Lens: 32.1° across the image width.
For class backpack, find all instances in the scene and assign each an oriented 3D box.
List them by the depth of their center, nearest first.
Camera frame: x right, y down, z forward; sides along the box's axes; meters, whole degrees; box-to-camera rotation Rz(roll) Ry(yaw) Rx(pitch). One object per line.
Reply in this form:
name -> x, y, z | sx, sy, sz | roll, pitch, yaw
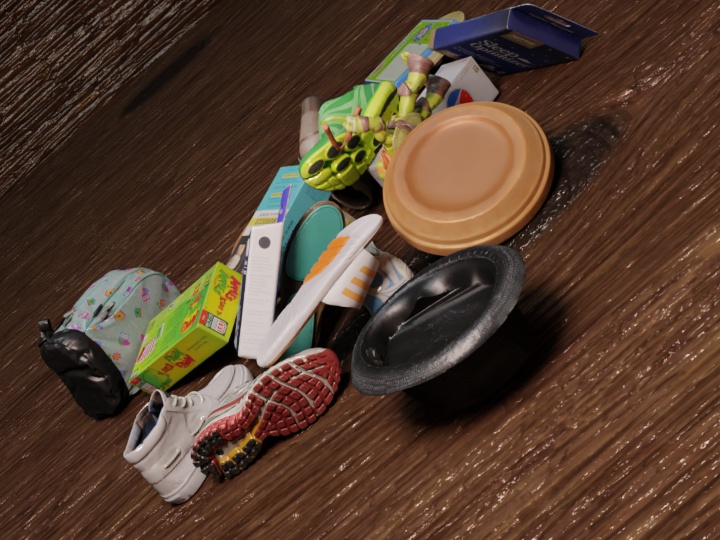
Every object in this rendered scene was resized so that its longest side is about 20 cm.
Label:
backpack -> -0.339, 0.089, 1.760 | 0.126, 0.168, 0.201 | 2, 43, 32

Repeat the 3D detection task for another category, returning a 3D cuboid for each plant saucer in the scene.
plant saucer -> 0.115, -0.111, 1.388 | 0.198, 0.038, 0.202 | -12, 56, 18

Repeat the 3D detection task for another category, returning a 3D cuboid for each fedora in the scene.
fedora -> 0.089, 0.067, 1.165 | 0.200, 0.092, 0.201 | -34, 25, 18

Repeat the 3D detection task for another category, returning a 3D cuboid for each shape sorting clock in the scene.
shape sorting clock -> 0.085, -0.321, 1.908 | 0.199, 0.039, 0.201 | -36, 24, 19

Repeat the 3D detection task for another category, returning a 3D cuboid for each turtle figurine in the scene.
turtle figurine -> 0.048, -0.174, 1.487 | 0.064, 0.199, 0.163 | 8, 72, 48

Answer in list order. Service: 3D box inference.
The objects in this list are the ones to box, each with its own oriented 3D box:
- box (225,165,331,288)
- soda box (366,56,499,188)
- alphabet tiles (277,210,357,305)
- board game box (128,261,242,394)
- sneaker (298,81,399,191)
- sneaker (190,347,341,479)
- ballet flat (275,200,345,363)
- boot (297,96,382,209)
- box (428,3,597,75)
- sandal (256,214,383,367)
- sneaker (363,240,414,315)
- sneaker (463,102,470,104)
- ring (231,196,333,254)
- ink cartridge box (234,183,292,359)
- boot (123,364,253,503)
box -> -0.115, -0.048, 1.681 | 0.082, 0.049, 0.201 | -1, 55, 51
soda box -> 0.095, -0.182, 1.615 | 0.063, 0.068, 0.201 | -6, 43, 55
alphabet tiles -> -0.079, -0.021, 1.695 | 0.166, 0.006, 0.200 | -44, 23, -3
board game box -> -0.226, 0.080, 1.631 | 0.200, 0.047, 0.102 | -37, 32, 46
sneaker -> -0.023, -0.169, 1.590 | 0.083, 0.075, 0.200 | 10, 44, 33
sneaker -> -0.106, 0.141, 1.368 | 0.199, 0.078, 0.082 | -34, 23, 18
ballet flat -> -0.063, 0.017, 1.457 | 0.072, 0.067, 0.202 | -144, 64, -82
boot -> -0.009, -0.152, 1.695 | 0.070, 0.199, 0.147 | -35, 58, 36
box -> 0.191, -0.290, 1.586 | 0.199, 0.120, 0.033 | -2, 75, 58
sandal -> -0.033, 0.031, 1.356 | 0.207, 0.059, 0.079 | -52, 17, 0
sneaker -> 0.000, 0.000, 1.446 | 0.072, 0.072, 0.200 | -32, 22, -9
sneaker -> 0.132, -0.133, 1.492 | 0.080, 0.074, 0.201 | -3, 41, 28
ring -> -0.107, -0.069, 1.793 | 0.200, 0.019, 0.201 | -35, 25, 19
ink cartridge box -> -0.117, -0.002, 1.476 | 0.198, 0.043, 0.202 | -177, 95, -84
boot -> -0.198, 0.164, 1.451 | 0.073, 0.096, 0.201 | -22, 31, 39
